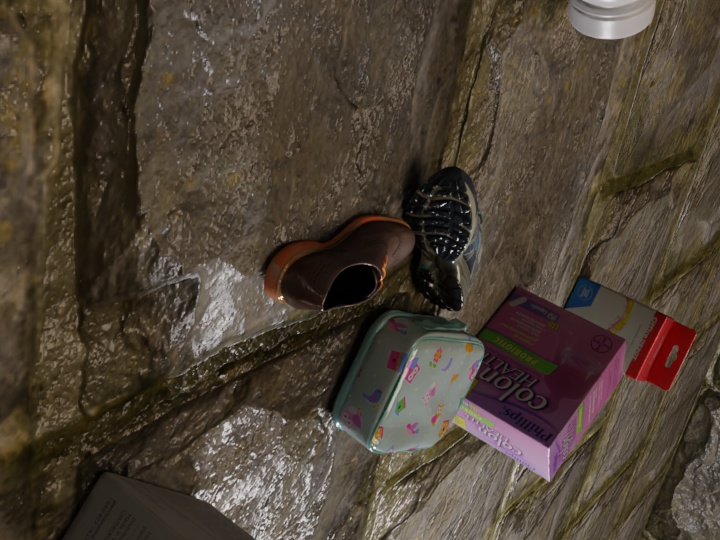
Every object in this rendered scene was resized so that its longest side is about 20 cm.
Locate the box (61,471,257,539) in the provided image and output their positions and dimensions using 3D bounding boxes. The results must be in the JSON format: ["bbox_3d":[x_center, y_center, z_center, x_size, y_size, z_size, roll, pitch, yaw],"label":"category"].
[{"bbox_3d":[-0.156,0.309,0.725,0.200,0.199,0.171,-59,147,-8],"label":"box"}]

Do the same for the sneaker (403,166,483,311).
[{"bbox_3d":[0.099,-0.049,0.973,0.087,0.077,0.201,-57,158,-33],"label":"sneaker"}]

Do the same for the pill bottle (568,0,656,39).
[{"bbox_3d":[0.267,-0.356,0.929,0.114,0.113,0.201,-47,146,-25],"label":"pill bottle"}]

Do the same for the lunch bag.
[{"bbox_3d":[0.061,0.126,1.030,0.200,0.077,0.161,11,102,-59],"label":"lunch bag"}]

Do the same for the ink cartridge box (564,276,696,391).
[{"bbox_3d":[0.434,0.104,1.459,0.067,0.199,0.117,15,101,-59],"label":"ink cartridge box"}]

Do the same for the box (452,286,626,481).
[{"bbox_3d":[0.239,0.152,1.224,0.200,0.175,0.097,-47,147,-23],"label":"box"}]

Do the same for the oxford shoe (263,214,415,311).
[{"bbox_3d":[0.000,0.000,0.841,0.199,0.073,0.072,-25,133,-47],"label":"oxford shoe"}]
